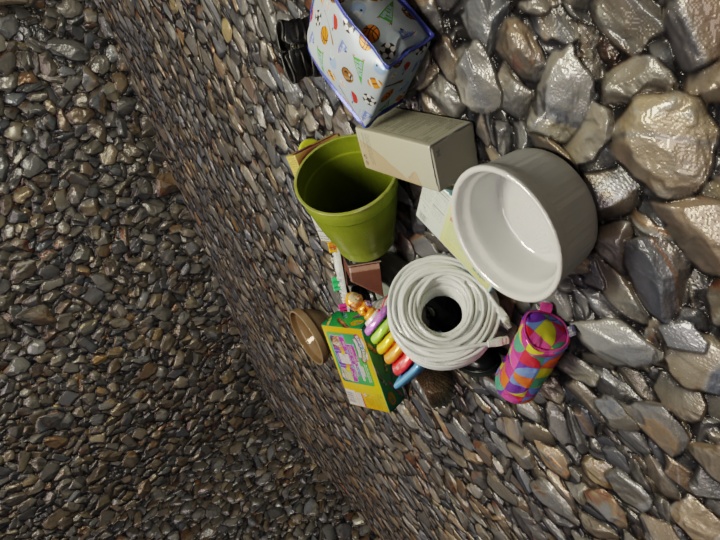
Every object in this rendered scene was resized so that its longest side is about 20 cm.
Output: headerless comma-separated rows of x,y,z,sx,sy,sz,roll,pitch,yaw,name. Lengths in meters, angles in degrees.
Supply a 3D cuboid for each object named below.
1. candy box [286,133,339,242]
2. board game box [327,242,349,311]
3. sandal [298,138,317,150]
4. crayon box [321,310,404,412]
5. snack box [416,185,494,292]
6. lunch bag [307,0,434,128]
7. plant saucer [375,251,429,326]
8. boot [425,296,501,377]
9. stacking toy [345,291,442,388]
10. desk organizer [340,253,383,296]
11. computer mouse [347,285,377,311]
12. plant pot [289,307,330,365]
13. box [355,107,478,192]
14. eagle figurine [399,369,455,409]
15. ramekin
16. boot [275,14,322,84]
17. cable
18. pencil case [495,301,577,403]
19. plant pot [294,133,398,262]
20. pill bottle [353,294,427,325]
-0.067,-0.178,1.262,0.056,0.116,0.203,13,130,60,candy box
-0.062,-0.012,1.417,0.200,0.025,0.204,-114,14,-69,board game box
-0.098,-0.205,1.359,0.087,0.078,0.204,7,116,66,sandal
0.006,0.187,1.197,0.117,0.058,0.203,1,117,44,crayon box
0.176,-0.072,0.978,0.201,0.037,0.117,50,156,23,snack box
0.000,-0.362,0.900,0.201,0.123,0.170,49,157,7,lunch bag
0.081,0.057,1.316,0.200,0.050,0.202,46,154,30,plant saucer
0.180,0.094,1.114,0.200,0.076,0.170,38,153,55,boot
0.049,0.109,1.094,0.200,0.116,0.110,42,136,4,stacking toy
0.000,0.000,1.279,0.200,0.070,0.079,-120,22,-75,desk organizer
0.000,0.043,1.489,0.200,0.045,0.143,-24,84,68,computer mouse
-0.144,0.200,1.904,0.201,0.092,0.203,47,153,32,plant pot
0.088,-0.201,0.940,0.199,0.094,0.079,32,146,51,box
0.111,0.227,1.320,0.199,0.151,0.153,11,129,59,eagle figurine
0.226,-0.068,0.800,0.201,0.097,0.202,47,155,30,ramekin
-0.072,-0.357,1.038,0.069,0.130,0.203,7,123,61,boot
0.145,0.072,1.017,0.069,0.197,0.203,68,-178,-67,cable
0.282,0.144,0.960,0.089,0.088,0.202,47,152,27,pencil case
-0.007,-0.123,1.138,0.200,0.199,0.194,42,164,35,plant pot
0.041,0.124,1.253,0.199,0.113,0.115,-29,92,50,pill bottle
